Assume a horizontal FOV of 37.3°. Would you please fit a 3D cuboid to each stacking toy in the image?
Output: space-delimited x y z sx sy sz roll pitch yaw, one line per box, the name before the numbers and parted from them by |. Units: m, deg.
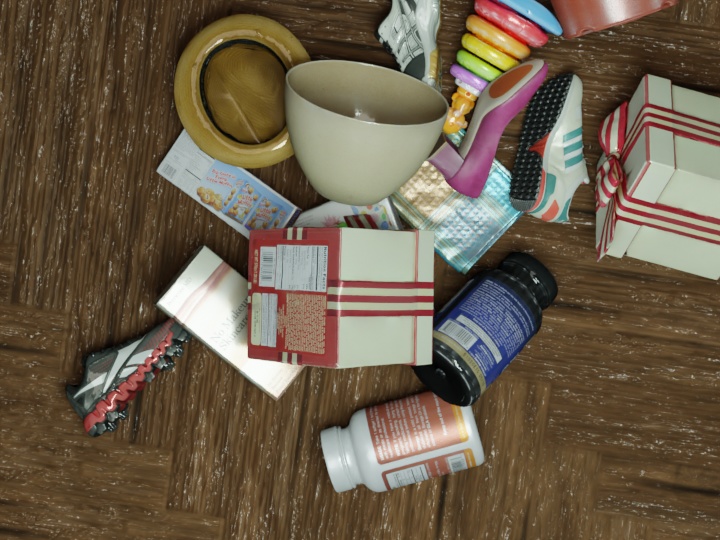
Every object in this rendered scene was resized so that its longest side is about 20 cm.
stacking toy | 0.161 -0.266 1.386 0.116 0.110 0.200 26 104 -15

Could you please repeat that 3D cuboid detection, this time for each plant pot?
plant pot | 0.300 -0.405 1.331 0.200 0.201 0.196 -18 100 2
plant pot | -0.004 -0.159 1.309 0.200 0.200 0.135 13 119 1

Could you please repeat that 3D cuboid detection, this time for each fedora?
fedora | -0.145 -0.230 1.399 0.200 0.082 0.201 0 90 3

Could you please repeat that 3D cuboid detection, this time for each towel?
towel | 0.116 -0.111 1.428 0.200 0.022 0.147 44 93 -1

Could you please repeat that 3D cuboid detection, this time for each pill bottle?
pill bottle | 0.161 0.069 1.363 0.112 0.112 0.200 47 65 -1
pill bottle | 0.054 0.225 1.403 0.200 0.112 0.112 -15 93 2

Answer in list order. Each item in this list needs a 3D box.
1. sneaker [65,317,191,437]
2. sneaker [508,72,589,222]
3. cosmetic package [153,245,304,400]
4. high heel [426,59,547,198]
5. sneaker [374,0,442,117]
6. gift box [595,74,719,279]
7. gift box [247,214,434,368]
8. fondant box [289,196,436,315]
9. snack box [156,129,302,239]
sneaker | -0.315 0.124 1.428 0.098 0.071 0.200 43 87 9
sneaker | 0.263 -0.157 1.408 0.093 0.070 0.200 23 78 -33
cosmetic package | -0.160 0.068 1.390 0.200 0.087 0.103 39 82 -10
high heel | 0.180 -0.180 1.363 0.096 0.068 0.200 37 121 -25
sneaker | 0.062 -0.291 1.399 0.087 0.076 0.201 0 82 9
gift box | 0.381 -0.101 1.321 0.186 0.185 0.200 16 134 -4
gift box | -0.025 0.022 1.288 0.200 0.186 0.185 8 94 45
fondant box | 0.000 0.000 1.412 0.144 0.058 0.200 -21 93 10
snack box | -0.175 -0.106 1.407 0.200 0.024 0.072 36 93 17
